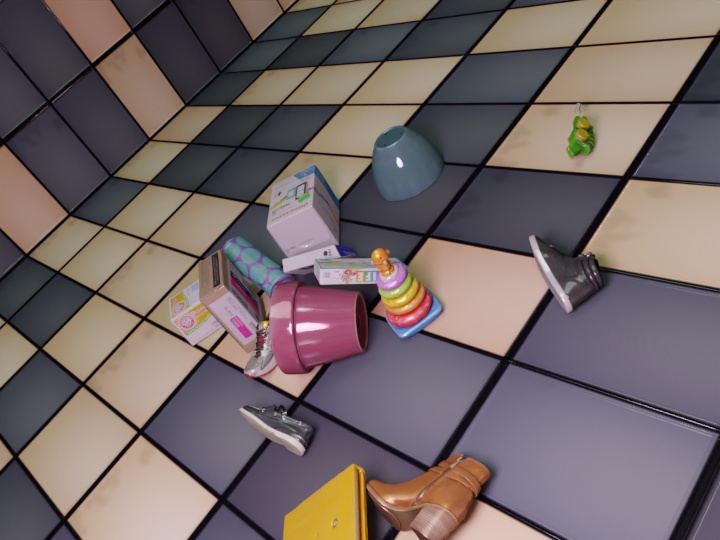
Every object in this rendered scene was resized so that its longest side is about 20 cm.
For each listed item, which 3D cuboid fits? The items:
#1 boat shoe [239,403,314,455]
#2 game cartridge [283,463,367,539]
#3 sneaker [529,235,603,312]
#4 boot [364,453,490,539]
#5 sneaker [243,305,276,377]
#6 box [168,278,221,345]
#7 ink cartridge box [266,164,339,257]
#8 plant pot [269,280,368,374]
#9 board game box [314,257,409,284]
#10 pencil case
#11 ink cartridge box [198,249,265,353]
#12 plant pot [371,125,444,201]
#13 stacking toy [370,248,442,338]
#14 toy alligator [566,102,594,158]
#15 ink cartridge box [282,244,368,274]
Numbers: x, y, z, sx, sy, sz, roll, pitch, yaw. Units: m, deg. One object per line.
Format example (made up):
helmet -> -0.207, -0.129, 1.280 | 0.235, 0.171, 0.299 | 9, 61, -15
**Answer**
boat shoe -> -0.169, 0.308, 1.431 | 0.198, 0.075, 0.066 | 12, 53, 46
game cartridge -> -0.062, 0.446, 1.162 | 0.200, 0.032, 0.178 | -44, 28, 29
sneaker -> 0.398, -0.012, 1.346 | 0.098, 0.071, 0.202 | -27, 41, 8
boot -> 0.108, 0.357, 1.156 | 0.155, 0.074, 0.198 | -43, 34, -24
sneaker -> -0.224, 0.164, 1.639 | 0.077, 0.083, 0.202 | -6, 44, 34
box -> -0.401, 0.086, 1.861 | 0.198, 0.102, 0.113 | -33, 34, 2
ink cartridge box -> -0.150, -0.150, 1.891 | 0.145, 0.147, 0.202 | -23, 37, 16
plant pot -> -0.081, 0.118, 1.498 | 0.175, 0.202, 0.202 | -5, 41, 11
board game box -> 0.000, 0.000, 1.561 | 0.196, 0.035, 0.134 | -1, 11, -9
pencil case -> -0.269, -0.006, 1.809 | 0.199, 0.093, 0.085 | 36, 72, 21
ink cartridge box -> -0.310, 0.075, 1.711 | 0.074, 0.201, 0.166 | -31, 35, 5
plant pot -> 0.108, -0.304, 1.870 | 0.197, 0.135, 0.202 | -22, 37, 17
stacking toy -> 0.073, 0.029, 1.447 | 0.115, 0.201, 0.110 | -35, 35, -1
toy alligator -> 0.518, -0.321, 1.625 | 0.053, 0.060, 0.202 | 21, 50, 1
ink cartridge box -> -0.088, -0.030, 1.744 | 0.197, 0.099, 0.040 | -13, 81, 26
